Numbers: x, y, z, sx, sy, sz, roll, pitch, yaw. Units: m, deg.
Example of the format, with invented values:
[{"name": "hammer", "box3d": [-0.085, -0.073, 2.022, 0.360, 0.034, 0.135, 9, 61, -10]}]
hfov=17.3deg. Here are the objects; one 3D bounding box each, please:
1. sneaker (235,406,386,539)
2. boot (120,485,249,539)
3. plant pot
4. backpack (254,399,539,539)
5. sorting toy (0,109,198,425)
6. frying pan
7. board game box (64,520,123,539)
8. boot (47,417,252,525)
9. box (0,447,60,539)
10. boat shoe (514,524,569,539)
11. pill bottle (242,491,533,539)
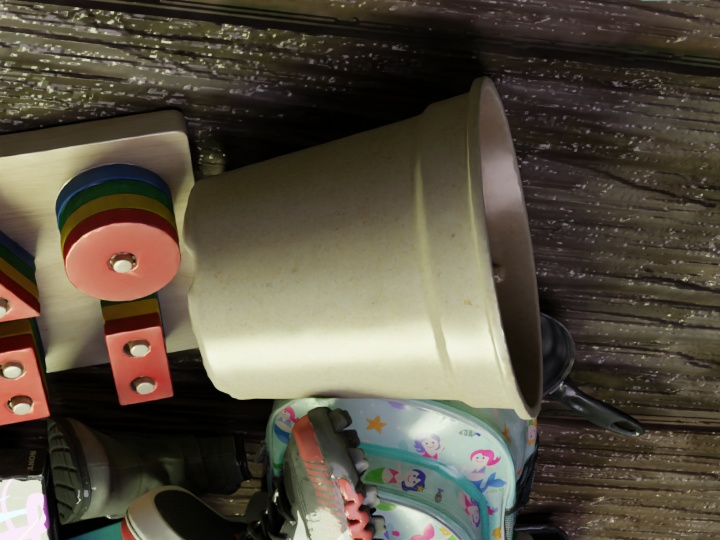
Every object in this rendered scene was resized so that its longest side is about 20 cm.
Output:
[{"name": "sneaker", "box3d": [-0.036, 0.166, 1.410, 0.098, 0.071, 0.201, -8, 130, -8]}, {"name": "boot", "box3d": [-0.137, 0.212, 1.505, 0.144, 0.072, 0.200, -38, 157, 3]}, {"name": "plant pot", "box3d": [0.000, 0.000, 1.383, 0.183, 0.201, 0.201, -9, 140, 11]}, {"name": "backpack", "box3d": [0.023, 0.119, 1.515, 0.177, 0.151, 0.200, 13, 138, 8]}, {"name": "sorting toy", "box3d": [-0.191, 0.011, 1.417, 0.200, 0.070, 0.199, -9, 139, -4]}, {"name": "frying pan", "box3d": [0.121, 0.061, 1.581, 0.190, 0.031, 0.115, 5, 137, -18]}, {"name": "board game box", "box3d": [-0.202, 0.238, 1.660, 0.200, 0.045, 0.152, -18, 152, 12]}, {"name": "boot", "box3d": [-0.134, 0.123, 1.526, 0.130, 0.068, 0.200, -8, 173, -8]}, {"name": "box", "box3d": [-0.266, 0.204, 1.548, 0.143, 0.036, 0.200, -2, 126, 0]}, {"name": "boat shoe", "box3d": [0.058, 0.223, 1.724, 0.200, 0.072, 0.068, -6, 141, -12]}, {"name": "pill bottle", "box3d": [0.014, 0.218, 1.637, 0.200, 0.113, 0.113, 11, 139, 7]}]
